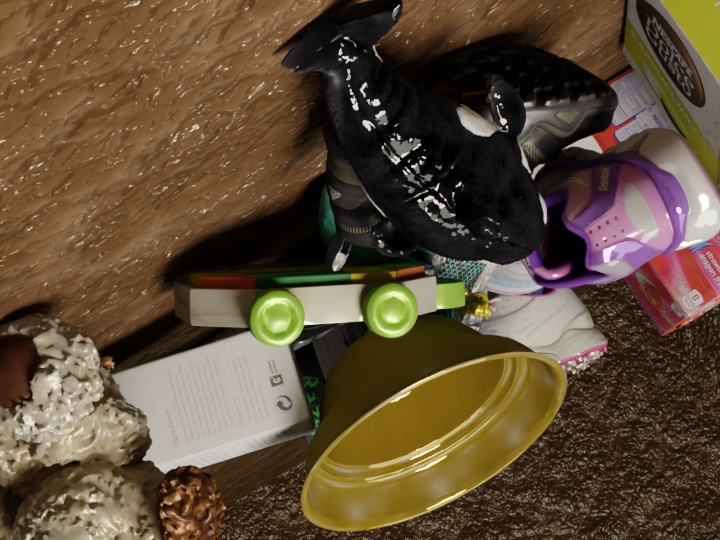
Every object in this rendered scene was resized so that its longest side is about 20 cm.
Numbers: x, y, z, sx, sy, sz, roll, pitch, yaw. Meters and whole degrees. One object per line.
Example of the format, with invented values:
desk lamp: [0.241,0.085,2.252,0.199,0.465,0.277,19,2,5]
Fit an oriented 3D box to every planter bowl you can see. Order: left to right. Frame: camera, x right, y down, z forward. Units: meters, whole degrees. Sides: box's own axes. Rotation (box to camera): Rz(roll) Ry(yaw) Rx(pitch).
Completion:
planter bowl: [0.036,0.090,0.841,0.200,0.084,0.201,-20,147,-14]

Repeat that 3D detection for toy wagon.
toy wagon: [-0.014,0.015,0.768,0.199,0.040,0.155,-4,-175,-17]

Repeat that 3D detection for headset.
headset: [-0.024,0.079,1.093,0.094,0.124,0.200,-8,-158,2]

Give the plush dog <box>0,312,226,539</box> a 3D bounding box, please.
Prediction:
plush dog: [-0.167,0.131,0.713,0.200,0.172,0.160,-38,169,24]

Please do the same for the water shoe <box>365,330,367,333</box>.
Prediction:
water shoe: [0.046,0.053,0.994,0.071,0.201,0.079,7,151,16]

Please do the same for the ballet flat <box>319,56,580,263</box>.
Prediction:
ballet flat: [0.058,-0.076,0.753,0.200,0.067,0.070,-35,157,-1]

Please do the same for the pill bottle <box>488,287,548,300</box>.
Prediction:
pill bottle: [0.170,-0.038,1.144,0.200,0.112,0.112,-32,170,0]

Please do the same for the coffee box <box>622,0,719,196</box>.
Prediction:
coffee box: [0.309,-0.146,0.794,0.200,0.200,0.198,-33,169,5]

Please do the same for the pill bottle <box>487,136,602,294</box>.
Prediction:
pill bottle: [0.134,-0.051,0.972,0.109,0.109,0.200,-31,170,-9]

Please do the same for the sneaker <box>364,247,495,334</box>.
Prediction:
sneaker: [0.052,-0.010,0.858,0.091,0.078,0.201,-23,136,-36]

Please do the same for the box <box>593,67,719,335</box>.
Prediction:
box: [0.246,-0.059,1.018,0.099,0.200,0.096,-32,169,-6]

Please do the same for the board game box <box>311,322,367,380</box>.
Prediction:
board game box: [0.017,0.058,1.072,0.035,0.127,0.200,-21,175,24]

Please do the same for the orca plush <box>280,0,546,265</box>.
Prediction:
orca plush: [0.050,-0.050,0.580,0.105,0.071,0.200,-38,139,-8]

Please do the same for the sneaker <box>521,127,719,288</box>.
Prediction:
sneaker: [0.124,-0.025,0.716,0.088,0.081,0.200,-33,-177,-14]

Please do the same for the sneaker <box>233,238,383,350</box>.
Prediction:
sneaker: [0.000,0.000,0.918,0.199,0.067,0.091,-27,171,-20]

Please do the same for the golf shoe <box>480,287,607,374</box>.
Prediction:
golf shoe: [0.116,0.065,1.061,0.199,0.092,0.075,-14,163,-25]

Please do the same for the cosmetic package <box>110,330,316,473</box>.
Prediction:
cosmetic package: [-0.136,0.105,0.843,0.199,0.072,0.101,-17,168,-4]

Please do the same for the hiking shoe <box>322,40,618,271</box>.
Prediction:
hiking shoe: [0.059,-0.064,0.689,0.199,0.076,0.101,-17,135,-30]
